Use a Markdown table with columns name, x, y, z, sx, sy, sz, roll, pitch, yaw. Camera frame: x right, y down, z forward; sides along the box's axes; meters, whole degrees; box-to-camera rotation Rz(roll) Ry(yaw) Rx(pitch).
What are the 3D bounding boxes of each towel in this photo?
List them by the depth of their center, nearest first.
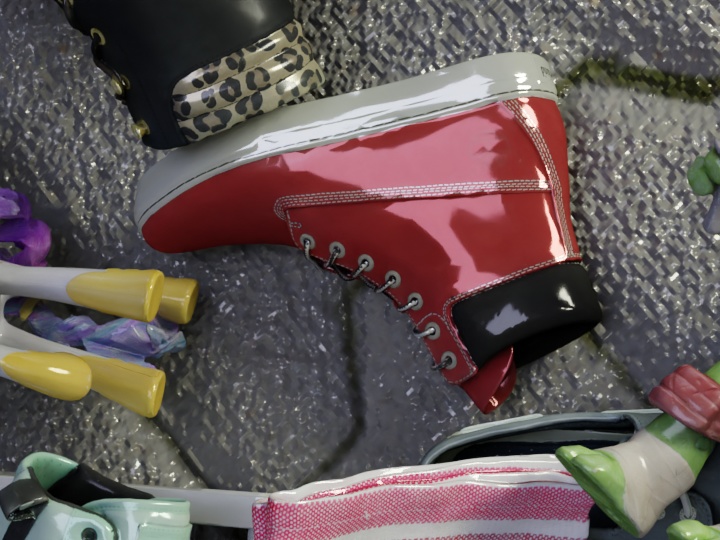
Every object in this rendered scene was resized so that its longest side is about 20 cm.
| name | x | y | z | sx | sy | sz | roll | pitch | yaw |
| --- | --- | --- | --- | --- | --- | --- | --- | --- | --- |
| towel | 0.020 | 0.171 | 0.841 | 0.030 | 0.146 | 0.201 | 29 | 119 | 57 |

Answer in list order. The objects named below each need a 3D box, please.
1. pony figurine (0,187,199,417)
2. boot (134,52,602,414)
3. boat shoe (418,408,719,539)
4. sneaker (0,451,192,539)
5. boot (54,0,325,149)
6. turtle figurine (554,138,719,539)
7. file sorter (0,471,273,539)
| name | x | y | z | sx | sy | sz | roll | pitch | yaw |
| --- | --- | --- | --- | --- | --- | --- | --- | --- | --- |
| pony figurine | -0.178 | 0.009 | 0.969 | 0.199 | 0.193 | 0.167 | 12 | 89 | 5 |
| boot | 0.000 | 0.000 | 0.944 | 0.199 | 0.072 | 0.145 | -14 | 78 | 17 |
| boat shoe | 0.116 | 0.091 | 0.882 | 0.199 | 0.062 | 0.073 | 1 | 81 | 22 |
| sneaker | -0.079 | 0.150 | 0.790 | 0.200 | 0.074 | 0.119 | 37 | 111 | 28 |
| boot | -0.126 | -0.115 | 0.912 | 0.203 | 0.074 | 0.154 | -20 | 106 | 4 |
| turtle figurine | 0.160 | 0.012 | 0.786 | 0.144 | 0.200 | 0.194 | 40 | 80 | 13 |
| file sorter | -0.103 | 0.151 | 0.925 | 0.199 | 0.139 | 0.125 | 1 | 84 | 23 |
